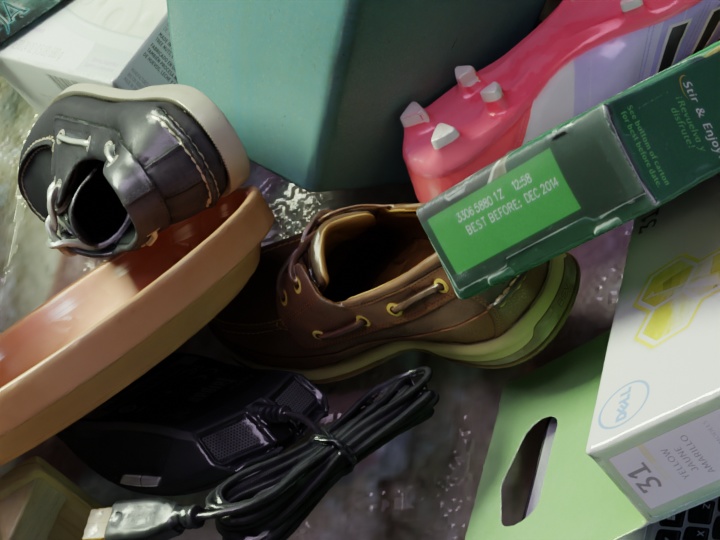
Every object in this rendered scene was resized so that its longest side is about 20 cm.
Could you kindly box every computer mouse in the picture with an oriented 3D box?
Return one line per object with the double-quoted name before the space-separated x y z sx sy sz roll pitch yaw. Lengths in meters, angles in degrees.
"computer mouse" -0.072 0.084 0.978 0.199 0.046 0.140 1 25 41

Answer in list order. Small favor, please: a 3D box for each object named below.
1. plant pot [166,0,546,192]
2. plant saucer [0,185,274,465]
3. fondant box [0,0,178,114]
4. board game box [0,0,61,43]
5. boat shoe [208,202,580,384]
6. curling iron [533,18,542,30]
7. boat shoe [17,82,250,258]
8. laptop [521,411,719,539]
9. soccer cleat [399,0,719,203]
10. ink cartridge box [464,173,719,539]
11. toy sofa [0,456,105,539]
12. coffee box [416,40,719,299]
"plant pot" -0.002 -0.145 1.038 0.141 0.141 0.201 30 116 39
"plant saucer" -0.119 0.032 1.006 0.200 0.032 0.200 -32 10 6
"fondant box" -0.081 -0.159 1.161 0.200 0.058 0.144 -53 35 -14
"board game box" -0.132 -0.191 1.172 0.199 0.028 0.136 -31 34 20
"boat shoe" 0.000 0.000 1.001 0.199 0.068 0.072 -5 53 46
"curling iron" 0.036 -0.131 1.121 0.050 0.026 0.200 -47 48 -11
"boat shoe" -0.121 -0.040 1.067 0.063 0.073 0.200 -39 16 -25
"laptop" 0.124 0.115 0.841 0.199 0.116 0.188 3 59 26
"soccer cleat" 0.107 -0.084 1.025 0.200 0.077 0.067 -36 35 -8
"ink cartridge box" 0.107 0.035 0.886 0.199 0.048 0.146 -27 26 31
"toy sofa" -0.127 0.185 0.952 0.097 0.083 0.201 -33 49 11
"coffee box" 0.127 -0.058 0.911 0.199 0.044 0.123 -28 0 -37
